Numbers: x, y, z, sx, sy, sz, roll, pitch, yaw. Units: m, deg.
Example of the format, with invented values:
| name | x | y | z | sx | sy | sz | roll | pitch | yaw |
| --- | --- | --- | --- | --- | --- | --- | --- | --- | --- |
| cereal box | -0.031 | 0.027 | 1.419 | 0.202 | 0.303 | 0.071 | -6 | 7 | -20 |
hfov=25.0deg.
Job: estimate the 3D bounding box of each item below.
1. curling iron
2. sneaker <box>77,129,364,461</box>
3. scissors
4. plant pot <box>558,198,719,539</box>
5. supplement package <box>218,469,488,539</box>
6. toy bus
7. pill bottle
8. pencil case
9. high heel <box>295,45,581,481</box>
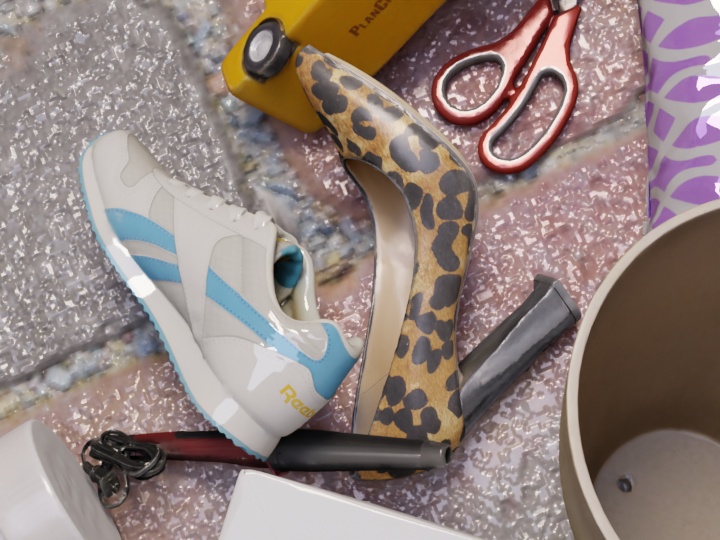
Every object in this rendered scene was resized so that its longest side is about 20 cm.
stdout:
| name | x | y | z | sx | sy | sz | roll | pitch | yaw |
| --- | --- | --- | --- | --- | --- | --- | --- | --- | --- |
| curling iron | -0.050 | 0.096 | 0.803 | 0.198 | 0.026 | 0.050 | -3 | 35 | 19 |
| sneaker | -0.072 | -0.003 | 0.811 | 0.081 | 0.076 | 0.200 | -40 | 61 | 6 |
| scissors | 0.115 | -0.143 | 0.868 | 0.073 | 0.014 | 0.200 | 36 | 84 | 14 |
| plant pot | 0.164 | 0.092 | 0.711 | 0.186 | 0.200 | 0.189 | 1 | 69 | -4 |
| supplement package | 0.012 | 0.186 | 0.716 | 0.151 | 0.200 | 0.152 | 16 | 81 | 9 |
| toy bus | 0.009 | -0.164 | 0.821 | 0.200 | 0.065 | 0.079 | -44 | 46 | 26 |
| pill bottle | -0.222 | 0.163 | 0.794 | 0.199 | 0.110 | 0.110 | -32 | 77 | 0 |
| pencil case | 0.176 | -0.099 | 0.820 | 0.085 | 0.084 | 0.202 | -10 | 74 | 38 |
| high heel | 0.000 | 0.000 | 0.803 | 0.142 | 0.071 | 0.200 | -43 | 98 | -9 |
